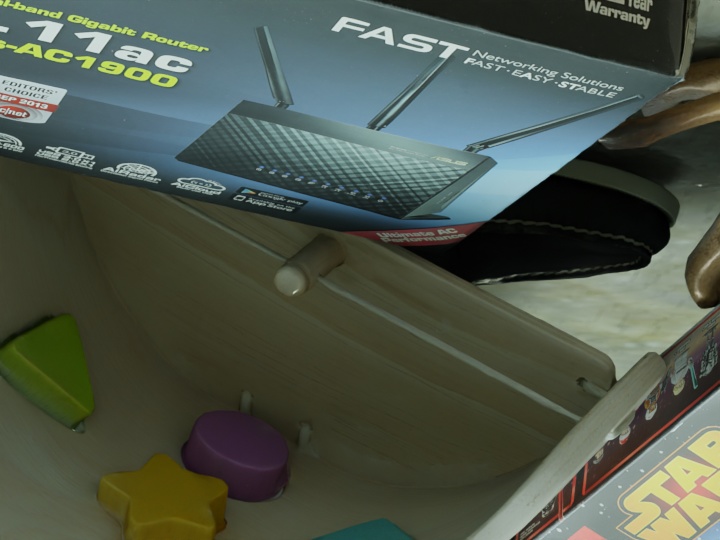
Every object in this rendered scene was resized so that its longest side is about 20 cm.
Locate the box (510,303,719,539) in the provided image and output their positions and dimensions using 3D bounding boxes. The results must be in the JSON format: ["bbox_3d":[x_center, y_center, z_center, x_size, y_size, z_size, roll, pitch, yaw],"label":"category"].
[{"bbox_3d":[0.153,0.052,0.761,0.137,0.040,0.200,31,131,-18],"label":"box"}]

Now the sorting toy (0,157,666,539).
[{"bbox_3d":[-0.051,0.053,0.732,0.200,0.180,0.107,28,126,15],"label":"sorting toy"}]

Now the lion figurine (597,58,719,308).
[{"bbox_3d":[0.166,-0.011,0.770,0.122,0.073,0.200,-13,152,38],"label":"lion figurine"}]

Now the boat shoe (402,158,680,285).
[{"bbox_3d":[-0.001,-0.001,0.860,0.199,0.066,0.075,3,162,8],"label":"boat shoe"}]

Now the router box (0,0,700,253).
[{"bbox_3d":[-0.037,-0.070,0.663,0.199,0.062,0.150,12,160,-17],"label":"router box"}]
